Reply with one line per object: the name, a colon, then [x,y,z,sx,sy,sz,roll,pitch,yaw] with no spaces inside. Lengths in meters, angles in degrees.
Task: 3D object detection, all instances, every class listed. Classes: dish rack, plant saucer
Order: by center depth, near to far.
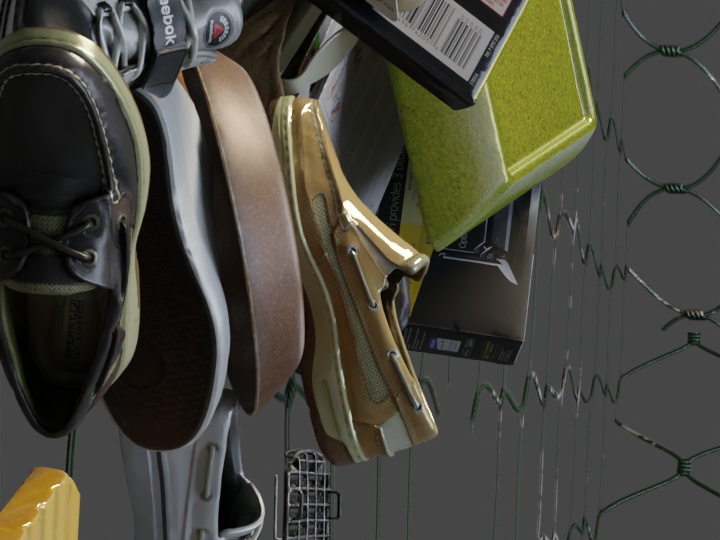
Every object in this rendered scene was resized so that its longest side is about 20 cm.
plant saucer: [-0.062,-0.026,1.552,0.200,0.034,0.201,169,-90,-81]
plant saucer: [0.085,-0.135,1.846,0.200,0.048,0.200,-34,114,-56]
dish rack: [-0.051,0.211,1.865,0.153,0.054,0.201,28,64,-80]

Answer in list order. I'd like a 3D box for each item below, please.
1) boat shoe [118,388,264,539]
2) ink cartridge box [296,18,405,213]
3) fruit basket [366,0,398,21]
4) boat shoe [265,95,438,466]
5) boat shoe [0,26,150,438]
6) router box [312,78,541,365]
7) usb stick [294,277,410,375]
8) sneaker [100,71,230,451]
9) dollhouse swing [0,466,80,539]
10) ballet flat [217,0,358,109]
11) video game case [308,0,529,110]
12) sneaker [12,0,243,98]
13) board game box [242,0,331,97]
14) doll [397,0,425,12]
boat shoe: [-0.085,0.136,1.610,0.200,0.067,0.074,81,16,-50]
ink cartridge box: [-0.031,-0.074,1.816,0.200,0.050,0.161,68,40,-59]
fruit basket: [-0.047,-0.235,1.438,0.200,0.094,0.185,49,-20,36]
boat shoe: [0.000,0.000,1.590,0.072,0.076,0.200,1,76,-79]
boat shoe: [-0.130,-0.011,1.303,0.066,0.072,0.201,-82,174,-49]
router box: [0.038,-0.048,1.950,0.052,0.157,0.200,104,-6,-69]
usb stick: [-0.011,0.024,1.713,0.200,0.033,0.056,149,-64,-73]
sneaker: [-0.095,-0.011,1.488,0.085,0.073,0.200,-58,148,-64]
dollhouse swing: [-0.102,0.215,1.307,0.200,0.181,0.176,-58,170,-68]
ballet flat: [-0.022,-0.163,1.694,0.200,0.072,0.068,-63,156,-22]
video game case: [0.024,-0.219,1.674,0.181,0.200,0.025,-61,-160,-19]
sneaker: [-0.103,-0.119,1.377,0.200,0.088,0.074,-60,153,-65]
board game box: [-0.040,-0.190,1.827,0.200,0.037,0.152,-60,152,-64]
doll: [-0.019,-0.215,1.584,0.200,0.048,0.137,57,32,-35]
